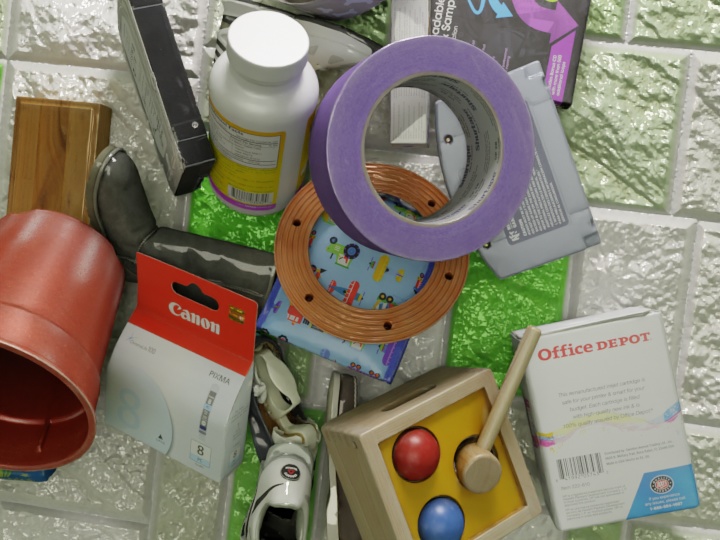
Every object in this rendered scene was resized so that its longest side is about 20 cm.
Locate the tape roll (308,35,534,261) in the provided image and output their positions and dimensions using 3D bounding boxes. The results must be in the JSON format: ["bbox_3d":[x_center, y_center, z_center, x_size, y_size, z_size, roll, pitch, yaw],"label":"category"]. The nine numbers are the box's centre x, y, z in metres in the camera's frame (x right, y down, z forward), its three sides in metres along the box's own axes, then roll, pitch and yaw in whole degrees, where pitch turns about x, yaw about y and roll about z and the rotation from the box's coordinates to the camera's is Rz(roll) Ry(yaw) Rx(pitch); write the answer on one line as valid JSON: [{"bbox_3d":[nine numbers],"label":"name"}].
[{"bbox_3d":[0.055,-0.111,0.730,0.199,0.085,0.201,-1,95,-15],"label":"tape roll"}]

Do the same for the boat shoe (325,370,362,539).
[{"bbox_3d":[-0.008,0.207,0.836,0.059,0.072,0.201,0,94,-2],"label":"boat shoe"}]

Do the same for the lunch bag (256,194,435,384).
[{"bbox_3d":[0.000,0.000,0.828,0.150,0.094,0.201,22,84,7],"label":"lunch bag"}]

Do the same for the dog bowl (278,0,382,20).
[{"bbox_3d":[-0.015,-0.347,0.787,0.199,0.059,0.201,-13,67,32],"label":"dog bowl"}]

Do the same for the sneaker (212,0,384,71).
[{"bbox_3d":[-0.070,-0.213,0.833,0.200,0.076,0.116,20,103,18],"label":"sneaker"}]

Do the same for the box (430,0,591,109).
[{"bbox_3d":[0.138,-0.261,0.830,0.199,0.036,0.144,10,92,6],"label":"box"}]

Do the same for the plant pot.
[{"bbox_3d":[-0.330,0.056,0.760,0.199,0.196,0.202,2,133,2],"label":"plant pot"}]

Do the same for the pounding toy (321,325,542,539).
[{"bbox_3d":[0.091,0.176,0.766,0.199,0.142,0.185,-22,94,-24],"label":"pounding toy"}]

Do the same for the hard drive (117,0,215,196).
[{"bbox_3d":[-0.207,-0.187,0.808,0.038,0.140,0.201,-19,91,-19],"label":"hard drive"}]

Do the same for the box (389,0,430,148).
[{"bbox_3d":[0.052,-0.228,0.803,0.041,0.039,0.201,0,92,9],"label":"box"}]

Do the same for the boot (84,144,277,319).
[{"bbox_3d":[-0.181,-0.030,0.818,0.199,0.073,0.182,19,136,11],"label":"boot"}]

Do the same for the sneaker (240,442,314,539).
[{"bbox_3d":[-0.091,0.282,0.806,0.074,0.089,0.201,6,121,-4],"label":"sneaker"}]

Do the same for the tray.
[{"bbox_3d":[-0.343,-0.089,0.874,0.098,0.037,0.201,6,91,4],"label":"tray"}]

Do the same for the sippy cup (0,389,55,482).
[{"bbox_3d":[-0.388,0.168,0.842,0.130,0.140,0.179,15,111,-6],"label":"sippy cup"}]

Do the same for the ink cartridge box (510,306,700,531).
[{"bbox_3d":[0.248,0.147,0.804,0.144,0.085,0.201,-11,91,5],"label":"ink cartridge box"}]

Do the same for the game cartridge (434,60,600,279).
[{"bbox_3d":[0.156,-0.099,0.814,0.132,0.041,0.201,-20,98,7],"label":"game cartridge"}]

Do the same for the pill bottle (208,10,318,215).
[{"bbox_3d":[-0.097,-0.150,0.763,0.104,0.200,0.105,6,57,-9],"label":"pill bottle"}]

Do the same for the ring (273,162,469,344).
[{"bbox_3d":[0.012,-0.019,0.792,0.199,0.019,0.202,1,68,-2],"label":"ring"}]

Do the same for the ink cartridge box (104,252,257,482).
[{"bbox_3d":[-0.189,0.101,0.804,0.159,0.047,0.201,21,118,22],"label":"ink cartridge box"}]

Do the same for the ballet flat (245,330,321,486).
[{"bbox_3d":[-0.084,0.156,0.826,0.073,0.073,0.201,-20,96,5],"label":"ballet flat"}]
